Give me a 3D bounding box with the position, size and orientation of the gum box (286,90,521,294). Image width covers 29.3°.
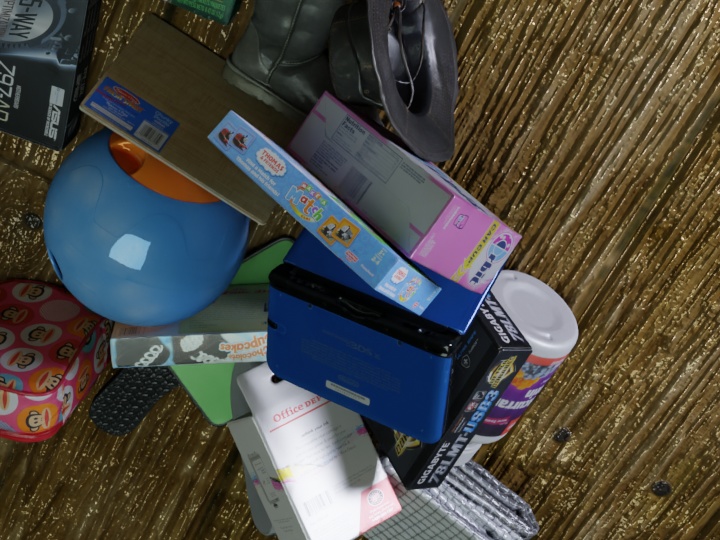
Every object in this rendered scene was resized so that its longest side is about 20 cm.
[{"bbox_3d":[0.033,-0.072,1.211,0.066,0.200,0.113,-54,141,9],"label":"gum box"}]

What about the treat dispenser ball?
[{"bbox_3d":[-0.208,-0.046,1.348,0.200,0.201,0.202,7,123,10],"label":"treat dispenser ball"}]

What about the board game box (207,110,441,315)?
[{"bbox_3d":[-0.028,-0.047,1.187,0.200,0.151,0.037,41,93,19],"label":"board game box"}]

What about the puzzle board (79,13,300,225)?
[{"bbox_3d":[-0.148,-0.143,1.305,0.200,0.151,0.017,32,139,-6],"label":"puzzle board"}]

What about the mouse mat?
[{"bbox_3d":[-0.117,0.069,1.484,0.199,0.008,0.161,-28,111,12],"label":"mouse mat"}]

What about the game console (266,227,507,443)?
[{"bbox_3d":[0.023,0.038,1.302,0.199,0.118,0.171,22,125,25],"label":"game console"}]

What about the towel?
[{"bbox_3d":[0.078,0.265,1.524,0.200,0.086,0.166,38,142,-5],"label":"towel"}]

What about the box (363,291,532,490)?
[{"bbox_3d":[0.061,0.079,1.369,0.050,0.199,0.200,1,132,-38],"label":"box"}]

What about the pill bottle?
[{"bbox_3d":[0.127,0.106,1.411,0.111,0.112,0.200,29,124,-4],"label":"pill bottle"}]

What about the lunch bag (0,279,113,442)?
[{"bbox_3d":[-0.373,0.088,1.475,0.175,0.200,0.082,14,122,9],"label":"lunch bag"}]

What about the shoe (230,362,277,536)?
[{"bbox_3d":[-0.080,0.182,1.499,0.071,0.091,0.201,3,102,58],"label":"shoe"}]

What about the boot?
[{"bbox_3d":[-0.028,-0.234,1.273,0.181,0.073,0.201,25,117,-4],"label":"boot"}]

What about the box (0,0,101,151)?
[{"bbox_3d":[-0.345,-0.234,1.360,0.160,0.044,0.201,21,124,2],"label":"box"}]

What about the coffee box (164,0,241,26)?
[{"bbox_3d":[-0.147,-0.335,1.246,0.122,0.044,0.201,22,124,0],"label":"coffee box"}]

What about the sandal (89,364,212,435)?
[{"bbox_3d":[-0.228,0.105,1.532,0.200,0.048,0.075,-39,108,22],"label":"sandal"}]

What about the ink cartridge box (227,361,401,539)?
[{"bbox_3d":[-0.055,0.183,1.418,0.067,0.116,0.201,-24,89,58],"label":"ink cartridge box"}]

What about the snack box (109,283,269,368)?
[{"bbox_3d":[-0.148,0.055,1.410,0.199,0.116,0.037,-2,114,0],"label":"snack box"}]

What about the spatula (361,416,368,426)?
[{"bbox_3d":[0.045,0.166,1.523,0.199,0.021,0.057,9,133,7],"label":"spatula"}]

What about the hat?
[{"bbox_3d":[0.019,-0.182,1.213,0.081,0.201,0.201,-10,118,24],"label":"hat"}]
